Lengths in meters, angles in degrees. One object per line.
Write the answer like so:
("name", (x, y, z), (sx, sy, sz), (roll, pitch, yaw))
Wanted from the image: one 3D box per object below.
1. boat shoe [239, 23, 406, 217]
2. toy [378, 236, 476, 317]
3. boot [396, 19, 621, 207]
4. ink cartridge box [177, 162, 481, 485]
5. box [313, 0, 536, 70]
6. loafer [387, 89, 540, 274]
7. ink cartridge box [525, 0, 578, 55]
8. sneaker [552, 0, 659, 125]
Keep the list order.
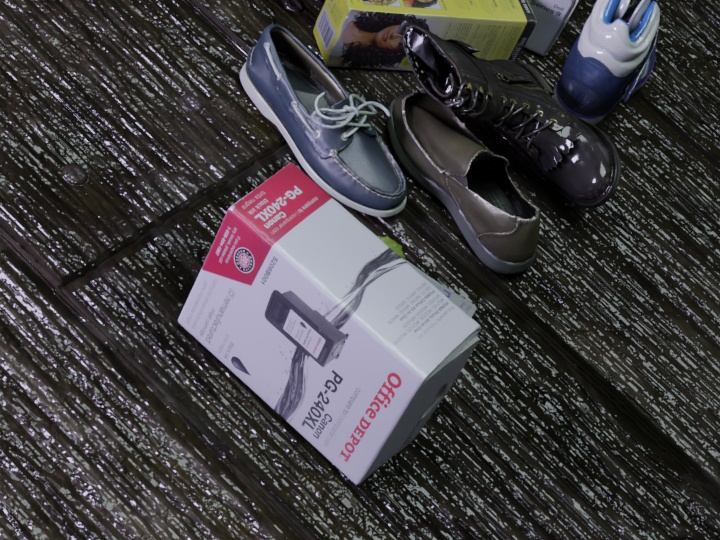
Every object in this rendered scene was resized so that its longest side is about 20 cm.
("boat shoe", (-0.026, -0.133, 1.679), (0.074, 0.062, 0.200), (-22, 64, -40))
("toy", (0.000, 0.000, 1.588), (0.199, 0.047, 0.115), (32, 47, 3))
("boot", (0.128, -0.138, 1.714), (0.173, 0.069, 0.200), (12, 32, -51))
("ink cartridge box", (-0.026, 0.043, 1.469), (0.200, 0.146, 0.083), (41, 45, 12))
("box", (0.061, -0.227, 1.796), (0.198, 0.076, 0.050), (-1, 50, -25))
("loafer", (0.099, -0.091, 1.698), (0.075, 0.070, 0.201), (-21, 64, -37))
("ink cartridge box", (0.152, -0.329, 1.917), (0.144, 0.088, 0.201), (22, 44, -6))
("sneaker", (0.261, -0.236, 1.847), (0.080, 0.147, 0.200), (34, 46, 5))
